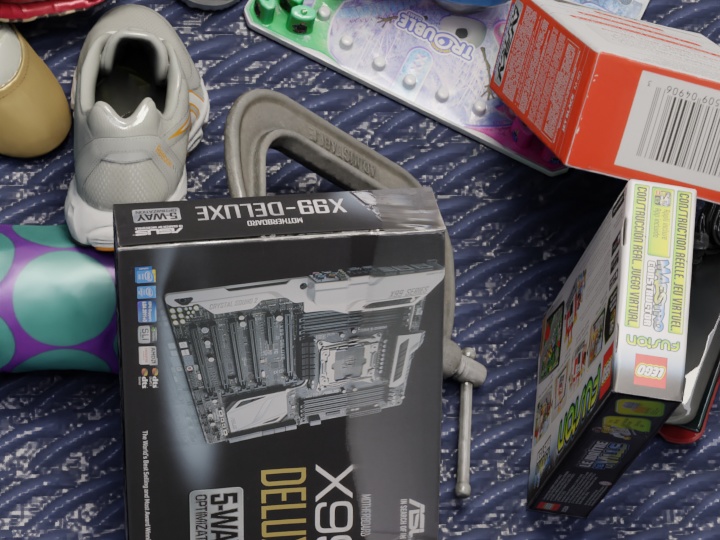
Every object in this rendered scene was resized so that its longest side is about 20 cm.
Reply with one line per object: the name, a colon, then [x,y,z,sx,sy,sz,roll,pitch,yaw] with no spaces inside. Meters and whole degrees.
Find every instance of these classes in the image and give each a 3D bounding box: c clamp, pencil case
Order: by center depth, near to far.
pencil case: [-0.138,0.020,1.418,0.200,0.093,0.085,0,26,-8]
c clamp: [0.000,0.000,1.428,0.200,0.027,0.171,35,46,-35]

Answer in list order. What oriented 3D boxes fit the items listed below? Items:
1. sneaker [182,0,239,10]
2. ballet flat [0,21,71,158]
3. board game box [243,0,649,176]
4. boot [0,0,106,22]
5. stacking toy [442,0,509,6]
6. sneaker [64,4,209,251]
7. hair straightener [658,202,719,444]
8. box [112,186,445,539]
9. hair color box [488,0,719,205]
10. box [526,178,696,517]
sneaker: [-0.054,-0.244,1.535,0.070,0.082,0.200,16,67,-2]
ballet flat: [-0.235,-0.136,1.475,0.200,0.063,0.069,40,69,7]
board game box: [0.065,-0.179,1.560,0.200,0.026,0.200,27,67,1]
boot: [-0.149,-0.221,1.496,0.200,0.073,0.151,-21,58,-17]
stacking toy: [0.052,-0.252,1.529,0.110,0.116,0.200,9,55,-6]
sneaker: [-0.113,-0.097,1.428,0.076,0.092,0.200,1,34,-6]
hair straightener: [0.194,-0.009,1.466,0.041,0.077,0.200,22,80,20]
box: [-0.040,0.061,1.364,0.157,0.200,0.050,-3,29,-7]
hair color box: [0.141,-0.089,1.418,0.111,0.200,0.064,14,103,-11]
box: [0.123,0.043,1.389,0.035,0.200,0.110,9,69,-6]
